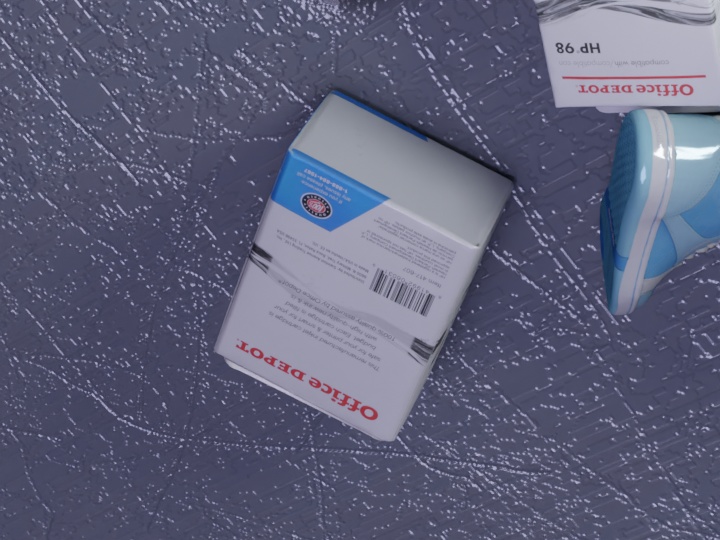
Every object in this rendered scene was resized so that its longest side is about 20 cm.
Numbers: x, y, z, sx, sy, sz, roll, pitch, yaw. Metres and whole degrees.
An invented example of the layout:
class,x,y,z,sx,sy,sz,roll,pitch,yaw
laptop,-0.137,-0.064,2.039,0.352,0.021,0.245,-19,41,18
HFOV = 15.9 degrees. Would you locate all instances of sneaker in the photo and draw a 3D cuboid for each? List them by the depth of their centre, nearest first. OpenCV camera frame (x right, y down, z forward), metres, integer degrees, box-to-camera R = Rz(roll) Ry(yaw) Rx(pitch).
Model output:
class,x,y,z,sx,sy,sz,roll,pitch,yaw
sneaker,0.223,-0.033,1.649,0.129,0.080,0.200,-2,153,-4

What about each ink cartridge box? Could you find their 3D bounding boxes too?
class,x,y,z,sx,sy,sz,roll,pitch,yaw
ink cartridge box,0.171,-0.167,1.577,0.115,0.067,0.201,1,125,24
ink cartridge box,0.000,0.000,1.772,0.145,0.084,0.201,27,132,4
